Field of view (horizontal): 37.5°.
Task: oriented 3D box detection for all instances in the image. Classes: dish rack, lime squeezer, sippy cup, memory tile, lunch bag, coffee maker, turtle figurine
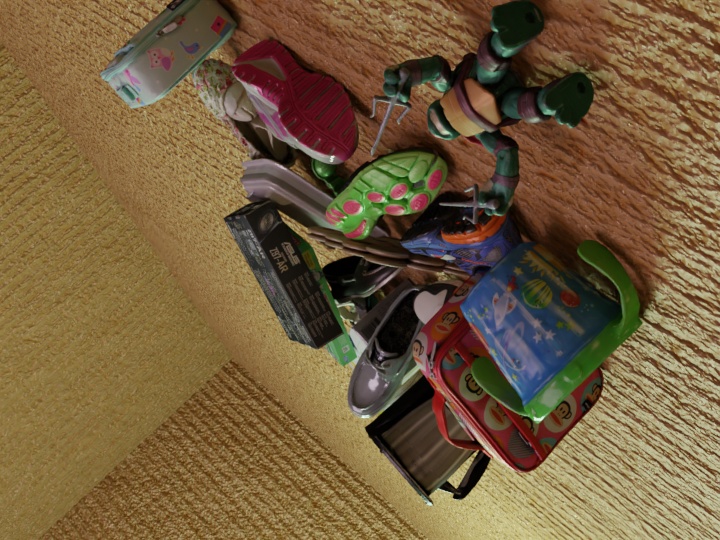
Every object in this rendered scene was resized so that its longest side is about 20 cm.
[{"bbox_3d":[-0.071,-0.080,1.428,0.199,0.044,0.171,31,172,-20],"label":"dish rack"},{"bbox_3d":[-0.033,-0.127,1.323,0.200,0.038,0.071,44,166,19],"label":"lime squeezer"},{"bbox_3d":[0.168,0.048,0.982,0.130,0.178,0.140,47,-172,12],"label":"sippy cup"},{"bbox_3d":[0.035,-0.024,1.258,0.152,0.017,0.200,7,-172,-30],"label":"memory tile"},{"bbox_3d":[0.148,0.111,1.124,0.200,0.176,0.082,50,170,-26],"label":"lunch bag"},{"bbox_3d":[0.109,0.175,1.365,0.135,0.200,0.192,51,176,-32],"label":"coffee maker"},{"bbox_3d":[0.087,-0.127,0.826,0.149,0.101,0.200,36,154,-14],"label":"turtle figurine"},{"bbox_3d":[-0.243,-0.271,1.310,0.077,0.160,0.200,51,167,-16],"label":"lunch bag"}]

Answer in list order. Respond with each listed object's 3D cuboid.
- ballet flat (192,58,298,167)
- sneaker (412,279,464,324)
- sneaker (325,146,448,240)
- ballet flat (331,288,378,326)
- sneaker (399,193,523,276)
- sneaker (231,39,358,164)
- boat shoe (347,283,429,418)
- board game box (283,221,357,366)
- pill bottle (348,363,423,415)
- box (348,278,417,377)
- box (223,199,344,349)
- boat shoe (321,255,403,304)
[{"bbox_3d":[-0.142,-0.203,1.399,0.064,0.076,0.200,21,161,42],"label":"ballet flat"},{"bbox_3d":[0.123,0.070,1.266,0.199,0.080,0.074,29,130,47],"label":"sneaker"},{"bbox_3d":[0.027,-0.098,1.140,0.077,0.084,0.200,37,152,-19],"label":"sneaker"},{"bbox_3d":[-0.009,0.041,1.624,0.072,0.072,0.201,41,166,23],"label":"ballet flat"},{"bbox_3d":[0.104,-0.029,1.104,0.079,0.075,0.200,48,169,-16],"label":"sneaker"},{"bbox_3d":[-0.064,-0.180,1.204,0.200,0.081,0.088,48,171,35],"label":"sneaker"},{"bbox_3d":[0.035,0.104,1.400,0.070,0.202,0.071,32,-174,21],"label":"boat shoe"},{"bbox_3d":[-0.075,0.028,1.509,0.134,0.029,0.201,39,155,52],"label":"board game box"},{"bbox_3d":[0.061,0.191,1.761,0.201,0.111,0.111,53,165,-19],"label":"pill bottle"},{"bbox_3d":[0.050,0.106,1.554,0.101,0.112,0.200,48,165,8],"label":"box"},{"bbox_3d":[-0.107,0.005,1.427,0.201,0.043,0.160,62,165,-9],"label":"box"},{"bbox_3d":[0.000,0.000,1.456,0.057,0.067,0.200,50,153,-7],"label":"boat shoe"}]
